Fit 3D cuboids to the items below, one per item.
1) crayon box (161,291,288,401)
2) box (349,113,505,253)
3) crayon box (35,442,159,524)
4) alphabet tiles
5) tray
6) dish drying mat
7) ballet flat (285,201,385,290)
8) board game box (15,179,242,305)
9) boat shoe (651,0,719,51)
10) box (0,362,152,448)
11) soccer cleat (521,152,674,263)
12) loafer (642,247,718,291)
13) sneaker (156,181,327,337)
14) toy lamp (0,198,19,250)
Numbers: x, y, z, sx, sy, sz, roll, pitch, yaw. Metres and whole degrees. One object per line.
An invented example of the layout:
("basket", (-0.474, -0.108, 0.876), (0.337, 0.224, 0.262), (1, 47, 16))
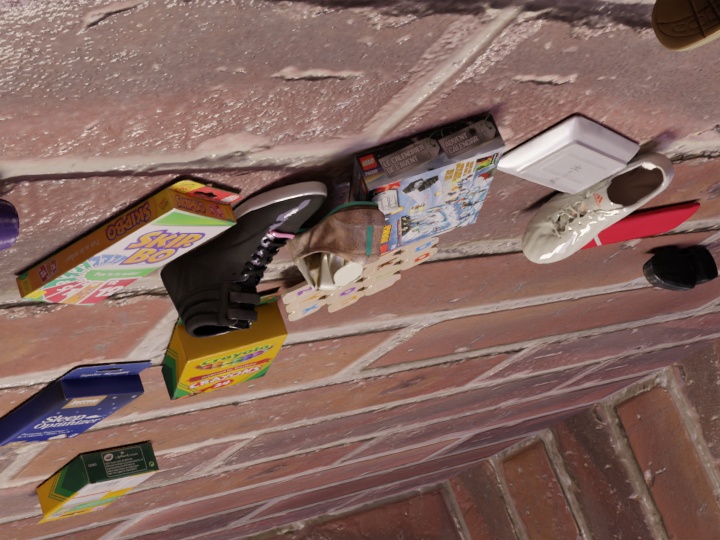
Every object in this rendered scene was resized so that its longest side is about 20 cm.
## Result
("crayon box", (-0.164, 0.093, 1.453), (0.127, 0.051, 0.200), (-14, 162, -19))
("box", (0.058, -0.077, 1.196), (0.137, 0.040, 0.200), (-19, 163, -10))
("crayon box", (-0.422, 0.335, 1.911), (0.126, 0.052, 0.200), (-5, 157, -43))
("alphabet tiles", (0.000, 0.000, 1.401), (0.195, 0.015, 0.200), (-25, 164, -5))
("tray", (0.227, -0.116, 1.306), (0.107, 0.022, 0.200), (-28, 162, 26))
("dish drying mat", (0.376, -0.060, 1.673), (0.200, 0.018, 0.077), (-10, 160, -32))
("ballet flat", (-0.029, -0.016, 1.161), (0.068, 0.067, 0.200), (-3, 174, -17))
("board game box", (-0.203, -0.022, 1.086), (0.200, 0.030, 0.096), (-30, 162, 22))
("boat shoe", (0.314, -0.236, 0.937), (0.063, 0.073, 0.200), (-1, 154, -42))
("box", (-0.355, 0.167, 1.495), (0.200, 0.032, 0.121), (-34, 159, 34))
("soccer cleat", (0.269, -0.074, 1.403), (0.200, 0.069, 0.078), (-34, 179, 16))
("loafer", (0.500, 0.007, 1.947), (0.072, 0.073, 0.200), (-28, 162, 38))
("sneaker", (-0.099, -0.003, 1.137), (0.200, 0.099, 0.071), (-30, 160, 24))
("toy lamp", (-0.336, -0.030, 0.844), (0.200, 0.058, 0.058), (-5, 157, -44))
